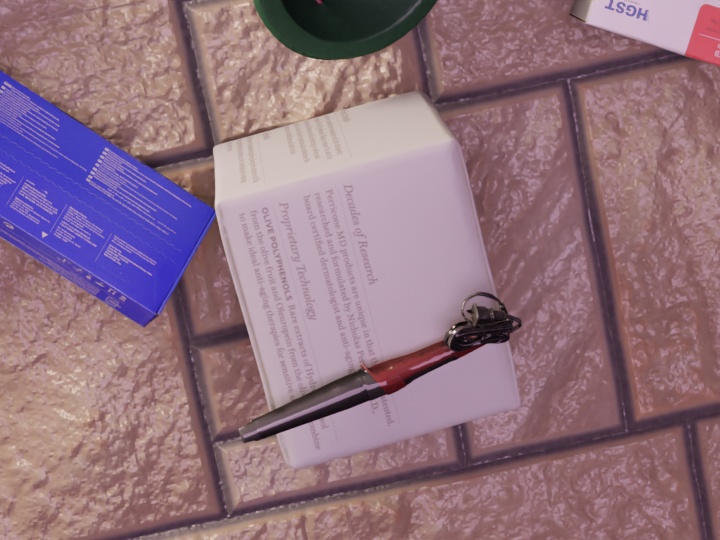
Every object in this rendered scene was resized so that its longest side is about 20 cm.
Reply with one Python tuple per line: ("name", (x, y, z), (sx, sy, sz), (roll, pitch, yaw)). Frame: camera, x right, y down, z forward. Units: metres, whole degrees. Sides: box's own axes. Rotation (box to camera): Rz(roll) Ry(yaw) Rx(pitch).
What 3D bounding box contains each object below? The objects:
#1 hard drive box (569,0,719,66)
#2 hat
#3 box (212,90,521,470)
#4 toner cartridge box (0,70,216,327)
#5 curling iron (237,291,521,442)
("hard drive box", (0.256, -0.254, 1.427), (0.154, 0.077, 0.202), (15, 101, -6))
("hat", (-0.046, -0.273, 1.433), (0.165, 0.176, 0.200), (-42, 139, 3))
("box", (0.000, 0.000, 1.400), (0.170, 0.199, 0.202), (-16, 105, -1))
("toner cartridge box", (-0.212, -0.054, 1.434), (0.199, 0.043, 0.095), (33, 66, -10))
("curling iron", (0.011, 0.065, 1.298), (0.198, 0.026, 0.050), (-24, 143, 5))
